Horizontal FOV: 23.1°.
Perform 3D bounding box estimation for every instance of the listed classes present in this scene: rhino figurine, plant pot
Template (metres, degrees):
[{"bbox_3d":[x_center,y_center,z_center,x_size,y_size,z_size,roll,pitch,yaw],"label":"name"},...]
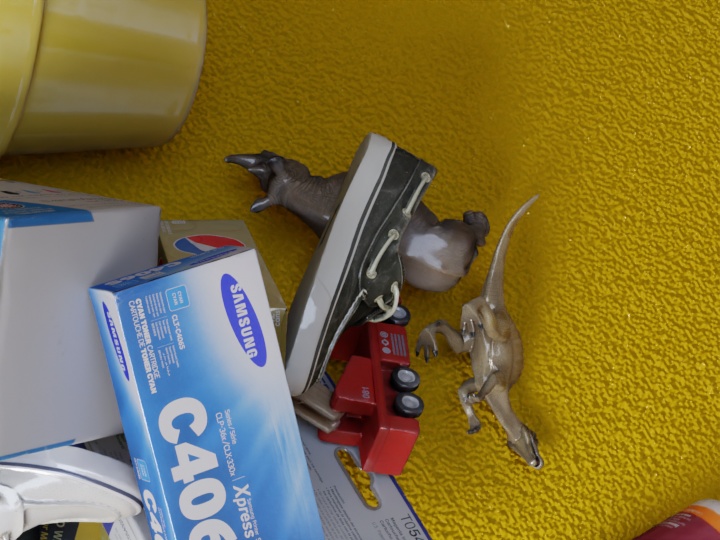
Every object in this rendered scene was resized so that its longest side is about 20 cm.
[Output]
[{"bbox_3d":[-0.005,-0.044,1.269,0.200,0.087,0.060,24,114,-3],"label":"rhino figurine"},{"bbox_3d":[-0.217,-0.162,1.221,0.189,0.201,0.201,8,72,-27],"label":"plant pot"}]

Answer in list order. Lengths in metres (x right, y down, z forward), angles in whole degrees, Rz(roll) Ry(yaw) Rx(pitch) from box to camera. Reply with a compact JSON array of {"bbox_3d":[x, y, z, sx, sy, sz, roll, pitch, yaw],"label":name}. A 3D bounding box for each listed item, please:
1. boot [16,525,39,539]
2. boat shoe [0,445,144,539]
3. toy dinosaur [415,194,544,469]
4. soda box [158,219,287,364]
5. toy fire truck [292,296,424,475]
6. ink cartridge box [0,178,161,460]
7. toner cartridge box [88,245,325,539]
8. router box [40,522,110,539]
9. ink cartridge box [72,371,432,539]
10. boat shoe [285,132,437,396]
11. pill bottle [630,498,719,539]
[{"bbox_3d":[-0.212,0.193,1.118,0.198,0.073,0.163,-4,67,-14],"label":"boot"},{"bbox_3d":[-0.229,0.142,1.060,0.200,0.071,0.070,8,61,-9],"label":"boat shoe"},{"bbox_3d":[0.091,0.045,1.275,0.101,0.058,0.200,1,85,-53],"label":"toy dinosaur"},{"bbox_3d":[-0.097,0.023,1.177,0.068,0.200,0.064,0,107,-12],"label":"soda box"},{"bbox_3d":[-0.032,0.083,1.200,0.141,0.049,0.200,10,40,-15],"label":"toy fire truck"},{"bbox_3d":[-0.248,0.019,1.080,0.200,0.147,0.145,10,100,30],"label":"ink cartridge box"},{"bbox_3d":[-0.088,0.094,1.049,0.095,0.043,0.200,-19,101,-27],"label":"toner cartridge box"},{"bbox_3d":[-0.158,0.245,1.177,0.157,0.052,0.200,12,72,-8],"label":"router box"},{"bbox_3d":[-0.067,0.161,1.163,0.200,0.043,0.196,-6,48,-35],"label":"ink cartridge box"},{"bbox_3d":[0.000,0.000,1.178,0.064,0.071,0.200,25,65,-7],"label":"boat shoe"},{"bbox_3d":[0.189,0.251,1.215,0.200,0.114,0.114,-27,81,-18],"label":"pill bottle"}]
